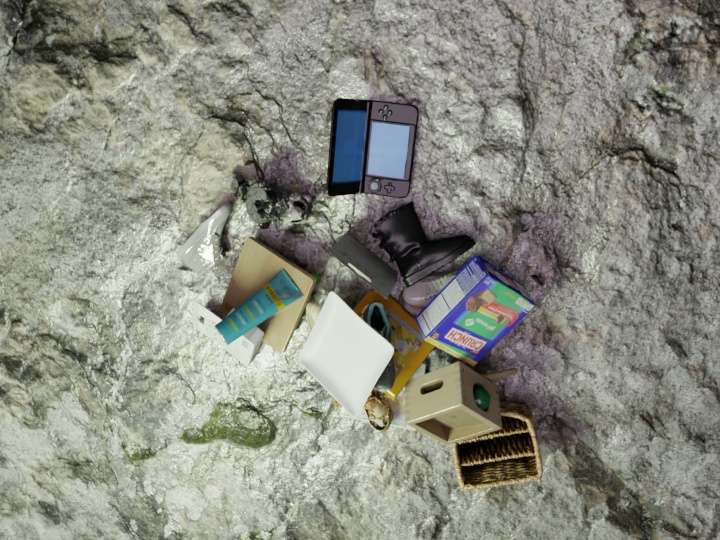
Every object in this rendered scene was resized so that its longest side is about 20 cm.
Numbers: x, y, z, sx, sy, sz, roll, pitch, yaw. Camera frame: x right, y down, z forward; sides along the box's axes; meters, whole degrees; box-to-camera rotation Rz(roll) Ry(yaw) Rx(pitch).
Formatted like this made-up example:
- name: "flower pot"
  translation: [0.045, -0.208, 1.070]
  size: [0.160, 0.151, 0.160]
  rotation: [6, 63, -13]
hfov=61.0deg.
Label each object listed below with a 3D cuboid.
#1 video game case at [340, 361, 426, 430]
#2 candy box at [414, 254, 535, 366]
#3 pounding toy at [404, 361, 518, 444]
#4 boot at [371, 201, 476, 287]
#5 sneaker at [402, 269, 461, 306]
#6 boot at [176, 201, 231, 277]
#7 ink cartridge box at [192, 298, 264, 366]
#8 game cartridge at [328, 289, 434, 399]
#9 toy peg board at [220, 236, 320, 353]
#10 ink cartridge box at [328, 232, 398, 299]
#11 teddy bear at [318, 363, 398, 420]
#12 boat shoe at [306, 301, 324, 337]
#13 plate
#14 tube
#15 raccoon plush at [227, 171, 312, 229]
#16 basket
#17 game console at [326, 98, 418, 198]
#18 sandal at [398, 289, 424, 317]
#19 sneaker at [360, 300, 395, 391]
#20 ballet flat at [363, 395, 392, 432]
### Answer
- name: "video game case"
  translation: [0.054, 0.293, 1.503]
  size: [0.196, 0.023, 0.186]
  rotation: [9, 107, 8]
- name: "candy box"
  translation: [0.244, 0.090, 1.310]
  size: [0.168, 0.078, 0.200]
  rotation: [28, 116, -32]
- name: "pounding toy"
  translation: [0.230, 0.280, 1.368]
  size: [0.198, 0.144, 0.183]
  rotation: [-28, 134, 34]
- name: "boot"
  translation: [0.137, -0.075, 1.356]
  size: [0.196, 0.073, 0.164]
  rotation: [-29, 85, 2]
- name: "sneaker"
  translation: [0.188, 0.030, 1.361]
  size: [0.196, 0.085, 0.074]
  rotation: [-10, 71, 8]
- name: "boot"
  translation: [-0.348, -0.071, 1.458]
  size: [0.096, 0.074, 0.199]
  rotation: [45, 117, -10]
- name: "ink cartridge box"
  translation: [-0.318, 0.139, 1.453]
  size: [0.175, 0.045, 0.200]
  rotation: [37, 153, 2]
- name: "game cartridge"
  translation: [0.053, 0.160, 1.393]
  size: [0.199, 0.033, 0.177]
  rotation: [39, 71, 8]
- name: "toy peg board"
  translation: [-0.204, 0.052, 1.460]
  size: [0.197, 0.098, 0.202]
  rotation: [31, 108, 17]
- name: "ink cartridge box"
  translation: [0.000, 0.000, 1.335]
  size: [0.160, 0.200, 0.050]
  rotation: [38, 110, -2]
- name: "teddy bear"
  translation: [-0.004, 0.257, 1.412]
  size: [0.197, 0.067, 0.147]
  rotation: [18, 79, 4]
- name: "boat shoe"
  translation: [-0.088, 0.152, 1.450]
  size: [0.064, 0.072, 0.202]
  rotation: [22, 141, 29]
- name: "plate"
  translation: [-0.030, 0.180, 1.325]
  size: [0.199, 0.032, 0.202]
  rotation: [40, 117, 26]
- name: "tube"
  translation: [-0.227, 0.085, 1.351]
  size: [0.199, 0.050, 0.078]
  rotation: [-37, 86, -17]
- name: "raccoon plush"
  translation: [-0.199, -0.176, 1.404]
  size: [0.201, 0.133, 0.097]
  rotation: [53, 129, 26]
- name: "basket"
  translation: [0.312, 0.398, 1.418]
  size: [0.196, 0.149, 0.145]
  rotation: [-12, 104, 15]
- name: "game console"
  translation: [0.027, -0.254, 1.300]
  size: [0.169, 0.119, 0.204]
  rotation: [9, 108, 8]
- name: "sandal"
  translation: [0.176, 0.108, 1.410]
  size: [0.198, 0.054, 0.081]
  rotation: [28, 109, 2]
- name: "sneaker"
  translation: [0.036, 0.159, 1.330]
  size: [0.076, 0.091, 0.204]
  rotation: [-8, 70, -6]
- name: "ballet flat"
  translation: [0.024, 0.297, 1.464]
  size: [0.070, 0.071, 0.203]
  rotation: [-19, 102, 15]
